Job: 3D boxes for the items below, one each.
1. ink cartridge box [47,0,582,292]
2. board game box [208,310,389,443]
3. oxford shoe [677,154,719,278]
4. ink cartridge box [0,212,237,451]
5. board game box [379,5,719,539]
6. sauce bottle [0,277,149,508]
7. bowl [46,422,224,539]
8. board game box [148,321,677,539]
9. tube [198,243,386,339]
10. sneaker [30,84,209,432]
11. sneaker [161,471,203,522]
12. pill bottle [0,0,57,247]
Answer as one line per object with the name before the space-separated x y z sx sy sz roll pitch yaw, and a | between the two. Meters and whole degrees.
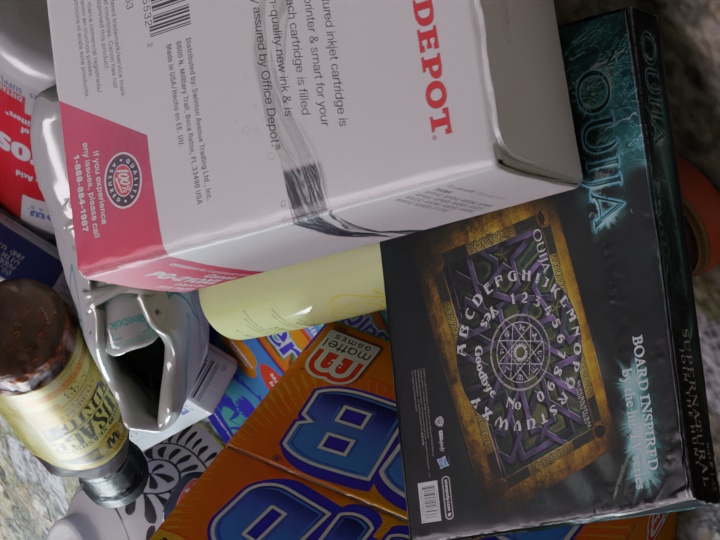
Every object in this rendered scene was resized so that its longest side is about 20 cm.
ink cartridge box | -0.021 -0.084 0.916 0.199 0.084 0.145 -14 78 28
board game box | -0.048 0.039 1.271 0.152 0.045 0.200 55 151 -1
oxford shoe | 0.064 -0.040 0.986 0.200 0.072 0.071 27 141 41
ink cartridge box | -0.191 0.038 1.323 0.196 0.043 0.200 32 155 -12
board game box | 0.071 0.005 0.919 0.135 0.028 0.201 -12 78 34
sauce bottle | -0.161 0.074 1.237 0.066 0.066 0.200 39 168 27
bowl | -0.148 0.200 1.463 0.201 0.094 0.202 13 105 60
board game box | 0.025 0.187 1.111 0.199 0.200 0.200 20 139 24
tube | 0.000 0.000 1.093 0.200 0.058 0.052 -11 119 46
sneaker | -0.120 -0.005 1.157 0.080 0.070 0.201 -91 -13 -57
sneaker | -0.070 0.141 1.289 0.084 0.075 0.200 35 151 4
pill bottle | -0.161 -0.089 1.236 0.112 0.112 0.200 45 150 18
